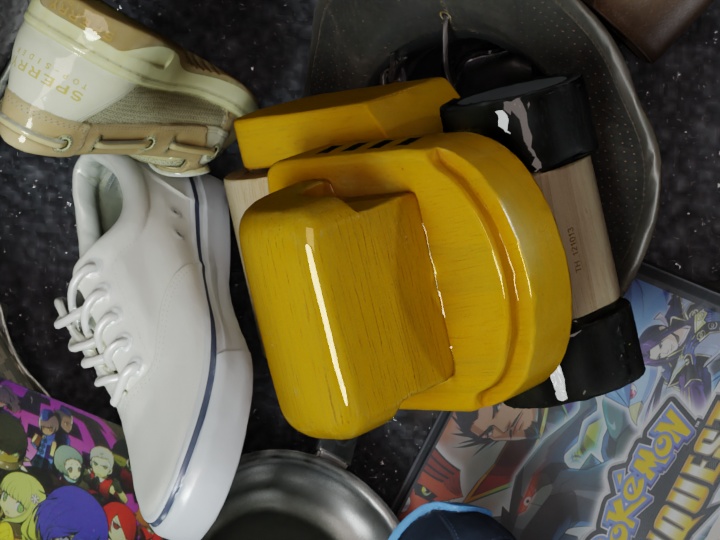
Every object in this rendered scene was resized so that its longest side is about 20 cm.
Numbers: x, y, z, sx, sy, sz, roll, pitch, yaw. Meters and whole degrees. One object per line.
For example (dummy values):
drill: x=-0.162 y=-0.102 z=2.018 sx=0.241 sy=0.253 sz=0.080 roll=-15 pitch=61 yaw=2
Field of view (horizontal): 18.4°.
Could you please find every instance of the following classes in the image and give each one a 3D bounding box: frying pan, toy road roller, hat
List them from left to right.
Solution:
frying pan: x=-0.031 y=0.096 z=0.930 sx=0.114 sy=0.031 sz=0.191 roll=8 pitch=58 yaw=-27
toy road roller: x=0.000 y=0.000 z=0.850 sx=0.145 sy=0.199 sz=0.124 roll=-21 pitch=102 yaw=-40
hat: x=0.064 y=-0.052 z=0.935 sx=0.081 sy=0.200 sz=0.202 roll=-16 pitch=85 yaw=-42

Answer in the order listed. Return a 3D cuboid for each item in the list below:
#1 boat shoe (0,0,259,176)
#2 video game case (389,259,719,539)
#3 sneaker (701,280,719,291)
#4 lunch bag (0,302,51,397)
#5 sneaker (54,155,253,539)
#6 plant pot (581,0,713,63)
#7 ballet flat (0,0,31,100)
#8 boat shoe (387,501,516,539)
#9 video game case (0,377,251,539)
boat shoe: x=-0.095 y=-0.067 z=0.901 sx=0.073 sy=0.201 sz=0.063 roll=30 pitch=92 yaw=8
video game case: x=0.092 y=0.094 z=0.911 sx=0.025 sy=0.180 sz=0.201 roll=29 pitch=88 yaw=-41
sneaker: x=0.149 y=0.109 z=0.916 sx=0.075 sy=0.115 sz=0.201 roll=15 pitch=93 yaw=-25
lunch bag: x=-0.206 y=0.116 z=0.937 sx=0.199 sy=0.118 sz=0.165 roll=-32 pitch=88 yaw=-7
sneaker: x=-0.091 y=0.027 z=0.911 sx=0.070 sy=0.201 sz=0.073 roll=17 pitch=126 yaw=-23
plant pot: x=0.126 y=-0.207 z=0.911 sx=0.200 sy=0.200 sz=0.199 roll=40 pitch=96 yaw=4
ballet flat: x=-0.164 y=-0.068 z=0.848 sx=0.066 sy=0.057 sz=0.201 roll=27 pitch=94 yaw=-28
boat shoe: x=0.015 y=0.191 z=0.863 sx=0.084 sy=0.069 sz=0.202 roll=3 pitch=106 yaw=-33
video game case: x=-0.140 y=0.135 z=0.870 sx=0.199 sy=0.036 sz=0.182 roll=26 pitch=55 yaw=-29
